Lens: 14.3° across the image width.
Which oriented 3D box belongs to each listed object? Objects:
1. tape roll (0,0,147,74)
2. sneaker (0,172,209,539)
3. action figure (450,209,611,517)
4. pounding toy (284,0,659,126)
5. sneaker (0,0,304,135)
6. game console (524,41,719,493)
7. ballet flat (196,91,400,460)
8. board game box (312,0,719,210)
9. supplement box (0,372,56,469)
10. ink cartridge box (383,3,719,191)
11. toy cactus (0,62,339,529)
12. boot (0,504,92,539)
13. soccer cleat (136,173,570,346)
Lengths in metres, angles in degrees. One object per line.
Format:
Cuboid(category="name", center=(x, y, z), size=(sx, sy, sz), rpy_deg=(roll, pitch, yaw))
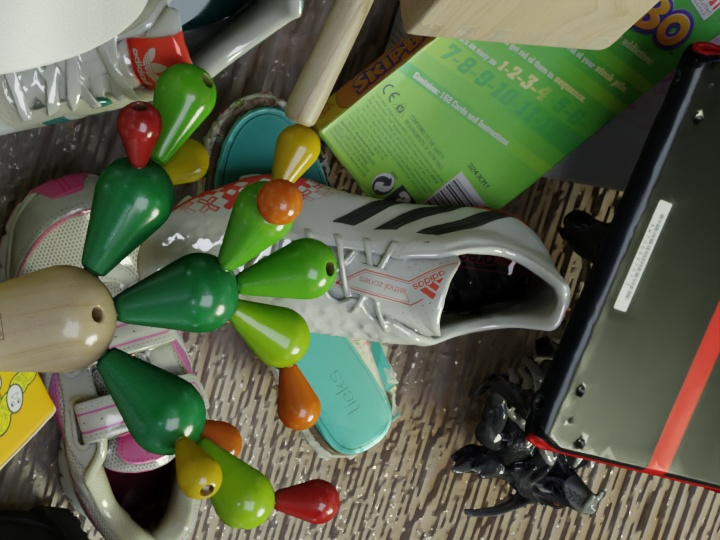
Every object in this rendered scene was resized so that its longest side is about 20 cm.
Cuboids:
Cuboid(category="tape roll", center=(-0.182, -0.134, 1.155), size=(0.202, 0.203, 0.037), rpy_deg=(-7, 121, -20))
Cuboid(category="sneaker", center=(-0.109, 0.049, 1.338), size=(0.081, 0.088, 0.201), rpy_deg=(-21, 120, -13))
Cuboid(category="action figure", center=(0.117, 0.062, 1.421), size=(0.119, 0.102, 0.200), rpy_deg=(-7, 131, -38))
Cuboid(category="pounding toy", center=(0.059, -0.179, 1.224), size=(0.142, 0.200, 0.185), rpy_deg=(3, 67, -24))
Cuboid(category="sneaker", center=(-0.116, -0.102, 1.261), size=(0.199, 0.093, 0.071), rpy_deg=(-24, 121, -12))
Cuboid(category="game console", center=(0.170, 0.005, 1.353), size=(0.177, 0.031, 0.201), rpy_deg=(17, 98, -42))
Cuboid(category="ballet flat", center=(-0.038, 0.001, 1.361), size=(0.075, 0.064, 0.201), rpy_deg=(-24, 118, -13))
Cuboid(category="board game box", center=(0.080, -0.098, 1.340), size=(0.200, 0.030, 0.096), rpy_deg=(-37, 121, 2))
Cuboid(category="supplement box", center=(-0.235, 0.011, 1.232), size=(0.110, 0.109, 0.200), rpy_deg=(-47, 129, -34))
Cuboid(category="ink cartridge box", center=(0.120, -0.139, 1.378), size=(0.196, 0.043, 0.201), rpy_deg=(8, 111, -26))
Cuboid(category="toy cactus", center=(-0.088, 0.019, 1.211), size=(0.164, 0.102, 0.201), rpy_deg=(-9, 101, -7))
Cuboid(category="boot", center=(-0.211, 0.147, 1.299), size=(0.199, 0.165, 0.066), rpy_deg=(8, 100, -26))
Cuboid(category="soccer cleat", center=(0.000, 0.000, 1.291), size=(0.199, 0.085, 0.069), rpy_deg=(3, 109, -24))
